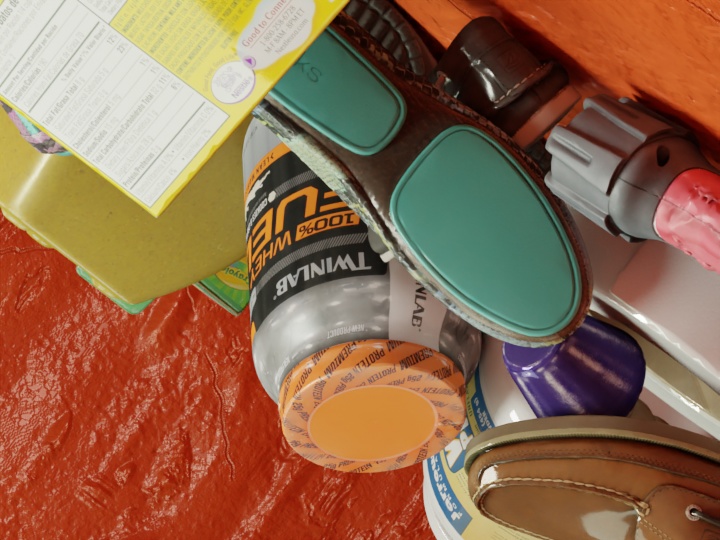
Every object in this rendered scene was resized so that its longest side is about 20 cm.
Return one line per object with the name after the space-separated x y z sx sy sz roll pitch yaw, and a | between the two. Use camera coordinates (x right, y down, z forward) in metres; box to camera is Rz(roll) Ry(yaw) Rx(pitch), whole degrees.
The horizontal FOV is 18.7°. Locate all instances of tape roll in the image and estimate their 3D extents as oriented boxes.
0.161 0.021 0.998 0.202 0.071 0.202 38 176 3 | tape roll

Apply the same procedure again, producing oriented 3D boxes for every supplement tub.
0.000 0.000 1.173 0.123 0.122 0.200 41 -149 -42 | supplement tub
0.117 0.093 1.234 0.145 0.145 0.200 37 151 7 | supplement tub

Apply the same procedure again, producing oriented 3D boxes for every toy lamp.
0.135 0.077 0.987 0.200 0.058 0.058 39 176 -38 | toy lamp

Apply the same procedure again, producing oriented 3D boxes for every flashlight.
0.154 -0.005 0.835 0.200 0.068 0.068 36 149 34 | flashlight

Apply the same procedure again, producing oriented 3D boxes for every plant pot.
-0.137 -0.101 1.292 0.194 0.200 0.195 33 175 46 | plant pot

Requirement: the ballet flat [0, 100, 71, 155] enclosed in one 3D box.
-0.131 -0.145 1.094 0.069 0.200 0.071 -9 132 32 | ballet flat

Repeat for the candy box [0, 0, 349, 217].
-0.059 -0.111 0.781 0.102 0.200 0.026 39 -143 -9 | candy box

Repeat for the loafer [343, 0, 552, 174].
0.010 -0.083 1.102 0.200 0.075 0.070 40 171 -25 | loafer

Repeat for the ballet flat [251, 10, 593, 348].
0.020 -0.046 0.923 0.200 0.074 0.074 47 176 3 | ballet flat

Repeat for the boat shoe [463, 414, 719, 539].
0.139 0.112 0.922 0.199 0.068 0.072 8 150 6 | boat shoe

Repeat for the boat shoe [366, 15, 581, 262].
0.040 -0.061 1.000 0.057 0.067 0.200 51 156 1 | boat shoe

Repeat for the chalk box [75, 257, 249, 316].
-0.116 -0.059 1.551 0.124 0.200 0.124 40 175 -32 | chalk box
